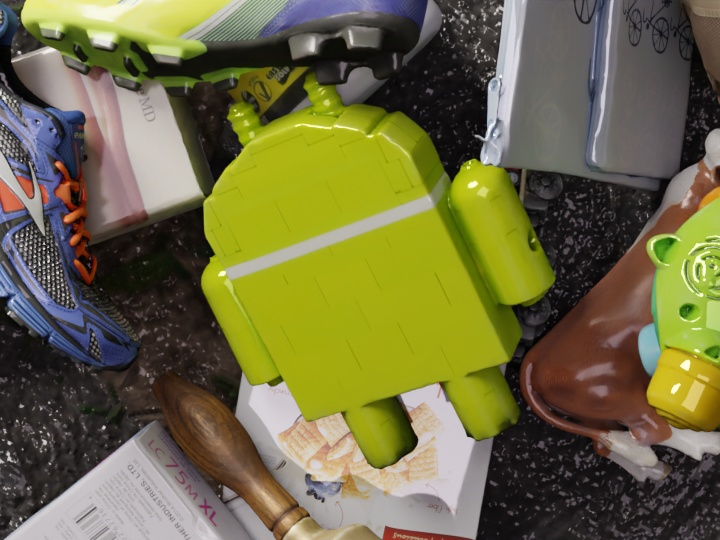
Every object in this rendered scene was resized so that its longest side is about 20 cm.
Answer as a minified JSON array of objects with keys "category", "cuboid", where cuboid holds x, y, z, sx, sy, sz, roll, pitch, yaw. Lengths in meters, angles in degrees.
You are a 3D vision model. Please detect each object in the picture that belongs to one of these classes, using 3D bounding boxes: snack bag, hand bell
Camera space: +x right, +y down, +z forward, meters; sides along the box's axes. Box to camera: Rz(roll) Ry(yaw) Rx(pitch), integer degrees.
[{"category":"snack bag","cuboid":[0.125,-0.139,0.759,0.021,0.199,0.191,10,94,34]},{"category":"hand bell","cuboid":[-0.040,0.124,0.780,0.104,0.104,0.200,-46,70,2]}]

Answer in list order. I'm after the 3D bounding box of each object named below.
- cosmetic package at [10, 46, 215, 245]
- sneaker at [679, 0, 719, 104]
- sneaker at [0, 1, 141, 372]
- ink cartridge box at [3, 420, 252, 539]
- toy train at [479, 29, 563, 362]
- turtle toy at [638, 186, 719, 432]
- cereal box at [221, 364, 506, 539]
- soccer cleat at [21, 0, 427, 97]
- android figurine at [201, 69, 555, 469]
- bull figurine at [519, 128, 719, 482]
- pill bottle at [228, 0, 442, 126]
[{"category":"cosmetic package","cuboid":[-0.185,-0.052,0.801,0.198,0.087,0.104,-20,92,1]},{"category":"sneaker","cuboid":[0.191,-0.110,0.750,0.070,0.200,0.076,-4,100,18]},{"category":"sneaker","cuboid":[-0.158,-0.042,0.723,0.078,0.075,0.201,-31,95,-1]},{"category":"ink cartridge box","cuboid":[-0.149,0.186,0.825,0.200,0.042,0.120,-39,92,15]},{"category":"toy train","cuboid":[0.084,-0.052,0.802,0.045,0.034,0.202,6,74,3]},{"category":"turtle toy","cuboid":[0.220,0.032,0.744,0.199,0.101,0.147,28,86,-13]},{"category":"cereal box","cuboid":[0.005,0.071,0.833,0.142,0.040,0.202,9,93,0]},{"category":"soccer cleat","cuboid":[-0.063,-0.131,0.712,0.198,0.065,0.085,1,76,18]},{"category":"android figurine","cuboid":[0.000,0.000,0.753,0.181,0.041,0.201,-20,106,28]},{"category":"bull figurine","cuboid":[0.178,0.020,0.819,0.200,0.065,0.121,-44,94,2]},{"category":"pill bottle","cuboid":[-0.060,-0.168,0.783,0.112,0.112,0.200,-41,92,2]}]
